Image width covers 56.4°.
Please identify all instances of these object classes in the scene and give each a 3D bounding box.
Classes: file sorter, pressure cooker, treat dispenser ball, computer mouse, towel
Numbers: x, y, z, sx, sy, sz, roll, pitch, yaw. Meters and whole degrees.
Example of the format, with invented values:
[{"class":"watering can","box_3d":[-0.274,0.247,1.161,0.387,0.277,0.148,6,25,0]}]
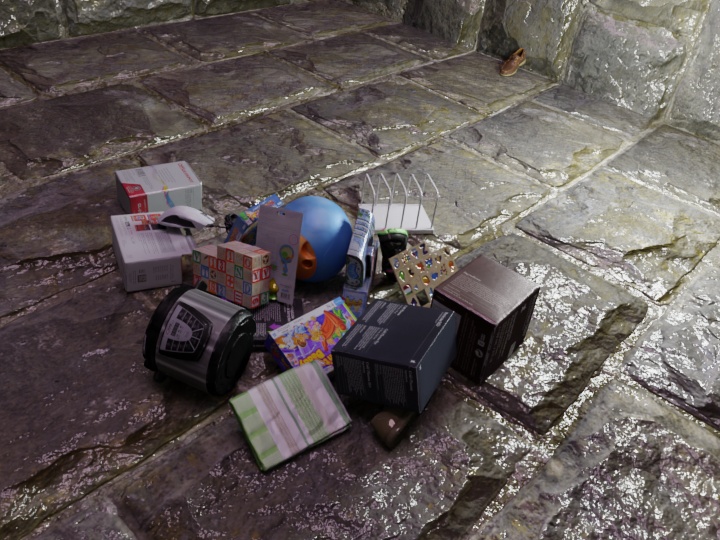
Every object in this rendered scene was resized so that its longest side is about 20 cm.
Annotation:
[{"class":"file sorter","box_3d":[0.105,-0.193,1.885,0.195,0.127,0.140,-1,35,-13]},{"class":"pressure cooker","box_3d":[-0.321,0.131,1.298,0.196,0.182,0.176,21,32,13]},{"class":"treat dispenser ball","box_3d":[-0.115,-0.074,1.603,0.195,0.205,0.203,6,35,-4]},{"class":"computer mouse","box_3d":[-0.386,-0.125,1.596,0.194,0.045,0.110,6,18,-2]},{"class":"towel","box_3d":[-0.129,0.265,1.244,0.197,0.031,0.151,-20,67,-32]}]

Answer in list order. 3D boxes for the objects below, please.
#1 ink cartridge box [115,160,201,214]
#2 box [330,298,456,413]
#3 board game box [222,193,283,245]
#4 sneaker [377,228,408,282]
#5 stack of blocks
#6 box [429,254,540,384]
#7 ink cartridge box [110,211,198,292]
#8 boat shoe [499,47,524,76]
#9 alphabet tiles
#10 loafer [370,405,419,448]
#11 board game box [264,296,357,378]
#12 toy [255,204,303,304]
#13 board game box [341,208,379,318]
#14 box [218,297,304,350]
[{"class":"ink cartridge box","box_3d":[-0.542,-0.215,1.810,0.196,0.084,0.146,-14,41,-29]},{"class":"box","box_3d":[0.070,0.158,1.298,0.178,0.106,0.200,7,31,28]},{"class":"board game box","box_3d":[-0.270,-0.082,1.588,0.034,0.201,0.135,44,43,5]},{"class":"sneaker","box_3d":[0.082,-0.036,1.612,0.075,0.201,0.086,-6,61,8]},{"class":"stack of blocks","box_3d":[-0.290,-0.003,1.501,0.197,0.118,0.058,17,21,35]},{"class":"box","box_3d":[0.263,0.102,1.471,0.162,0.169,0.198,30,41,29]},{"class":"ink cartridge box","box_3d":[-0.488,-0.052,1.596,0.172,0.085,0.201,-8,39,-26]},{"class":"boat shoe","box_3d":[0.708,-0.970,3.122,0.071,0.069,0.200,26,53,28]},{"class":"alphabet tiles","box_3d":[0.165,0.018,1.606,0.198,0.171,0.007,-25,2,-39]},{"class":"loafer","box_3d":[0.088,0.254,1.300,0.067,0.077,0.200,30,40,17]},{"class":"board game box","box_3d":[-0.082,0.154,1.394,0.198,0.045,0.135,-26,68,-38]},{"class":"toy","box_3d":[-0.181,-0.037,1.502,0.113,0.206,0.047,12,8,22]},{"class":"board game box","box_3d":[0.000,0.000,1.570,0.060,0.203,0.203,9,49,4]},{"class":"box","box_3d":[-0.217,0.116,1.463,0.194,0.037,0.144,0,36,-9]}]
